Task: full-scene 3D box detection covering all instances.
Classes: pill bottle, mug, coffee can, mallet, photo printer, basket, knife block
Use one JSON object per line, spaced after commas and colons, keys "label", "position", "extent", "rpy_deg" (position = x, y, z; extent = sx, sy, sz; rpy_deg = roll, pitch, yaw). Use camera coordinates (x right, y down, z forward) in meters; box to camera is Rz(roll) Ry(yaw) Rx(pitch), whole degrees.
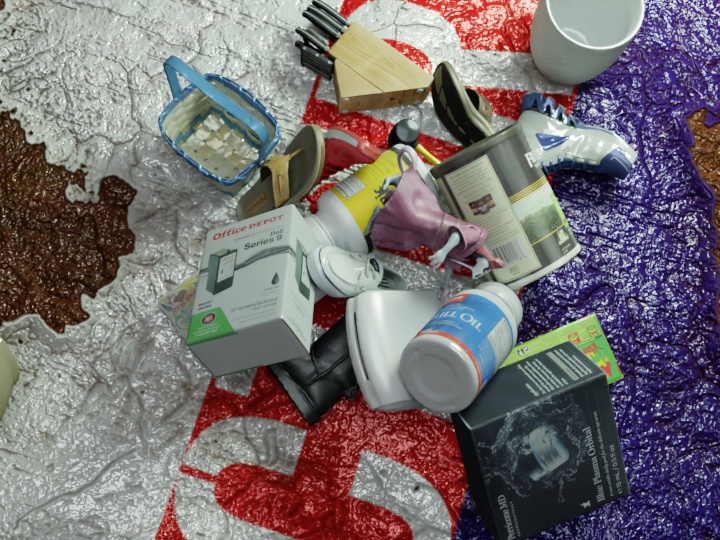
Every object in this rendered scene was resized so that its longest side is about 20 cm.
{"label": "pill bottle", "position": [0.006, -0.087, 1.464], "extent": [0.199, 0.111, 0.112], "rpy_deg": [-34, 81, -10]}
{"label": "mug", "position": [0.331, -0.387, 1.524], "extent": [0.146, 0.175, 0.202], "rpy_deg": [6, 76, -3]}
{"label": "coffee can", "position": [0.206, -0.089, 1.437], "extent": [0.145, 0.146, 0.201], "rpy_deg": [-29, 96, -10]}
{"label": "mallet", "position": [0.126, -0.156, 1.512], "extent": [0.199, 0.066, 0.041], "rpy_deg": [38, 78, 5]}
{"label": "photo printer", "position": [0.063, 0.108, 1.387], "extent": [0.199, 0.069, 0.168], "rpy_deg": [3, 70, -48]}
{"label": "basket", "position": [-0.204, -0.208, 1.431], "extent": [0.176, 0.200, 0.139], "rpy_deg": [40, 77, 5]}
{"label": "pill bottle", "position": [0.143, 0.094, 1.342], "extent": [0.112, 0.113, 0.200], "rpy_deg": [41, 38, 6]}
{"label": "knife block", "position": [0.001, -0.339, 1.548], "extent": [0.198, 0.064, 0.178], "rpy_deg": [-8, 78, -6]}

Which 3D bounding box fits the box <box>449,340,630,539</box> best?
{"label": "box", "position": [0.238, 0.233, 1.357], "extent": [0.198, 0.117, 0.199], "rpy_deg": [-20, 112, -8]}

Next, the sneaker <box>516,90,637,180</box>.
{"label": "sneaker", "position": [0.308, -0.175, 1.529], "extent": [0.198, 0.081, 0.116], "rpy_deg": [32, 80, 11]}

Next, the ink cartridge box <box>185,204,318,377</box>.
{"label": "ink cartridge box", "position": [-0.140, 0.025, 1.333], "extent": [0.145, 0.084, 0.201], "rpy_deg": [-16, 45, 19]}

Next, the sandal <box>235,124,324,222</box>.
{"label": "sandal", "position": [-0.121, -0.128, 1.430], "extent": [0.200, 0.054, 0.081], "rpy_deg": [-40, 61, 30]}

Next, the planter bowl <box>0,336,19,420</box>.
{"label": "planter bowl", "position": [-0.546, 0.144, 1.346], "extent": [0.200, 0.201, 0.135], "rpy_deg": [41, 50, 6]}

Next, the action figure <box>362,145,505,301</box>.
{"label": "action figure", "position": [0.111, -0.053, 1.382], "extent": [0.198, 0.134, 0.150], "rpy_deg": [22, 72, 0]}

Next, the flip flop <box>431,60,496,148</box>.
{"label": "flip flop", "position": [0.177, -0.232, 1.532], "extent": [0.057, 0.081, 0.201], "rpy_deg": [-35, 84, -28]}

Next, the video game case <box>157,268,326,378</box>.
{"label": "video game case", "position": [-0.168, 0.036, 1.418], "extent": [0.199, 0.023, 0.182], "rpy_deg": [-37, 46, -11]}

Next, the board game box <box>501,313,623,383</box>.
{"label": "board game box", "position": [0.267, 0.149, 1.458], "extent": [0.198, 0.048, 0.102], "rpy_deg": [-21, 79, -8]}

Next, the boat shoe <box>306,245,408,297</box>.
{"label": "boat shoe", "position": [0.000, 0.000, 1.399], "extent": [0.066, 0.199, 0.074], "rpy_deg": [-22, 71, 24]}

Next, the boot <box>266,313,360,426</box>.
{"label": "boot", "position": [-0.057, 0.105, 1.434], "extent": [0.162, 0.073, 0.199], "rpy_deg": [-36, 87, -10]}

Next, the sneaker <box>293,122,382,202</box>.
{"label": "sneaker", "position": [-0.050, -0.144, 1.454], "extent": [0.078, 0.199, 0.117], "rpy_deg": [26, 87, -31]}
